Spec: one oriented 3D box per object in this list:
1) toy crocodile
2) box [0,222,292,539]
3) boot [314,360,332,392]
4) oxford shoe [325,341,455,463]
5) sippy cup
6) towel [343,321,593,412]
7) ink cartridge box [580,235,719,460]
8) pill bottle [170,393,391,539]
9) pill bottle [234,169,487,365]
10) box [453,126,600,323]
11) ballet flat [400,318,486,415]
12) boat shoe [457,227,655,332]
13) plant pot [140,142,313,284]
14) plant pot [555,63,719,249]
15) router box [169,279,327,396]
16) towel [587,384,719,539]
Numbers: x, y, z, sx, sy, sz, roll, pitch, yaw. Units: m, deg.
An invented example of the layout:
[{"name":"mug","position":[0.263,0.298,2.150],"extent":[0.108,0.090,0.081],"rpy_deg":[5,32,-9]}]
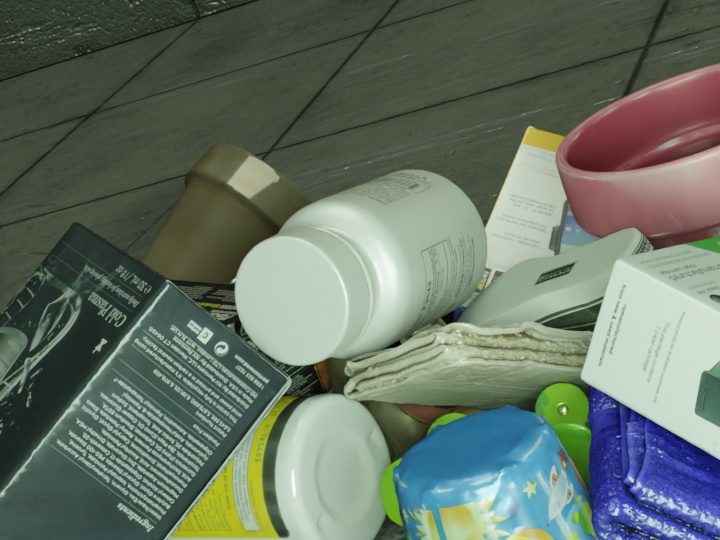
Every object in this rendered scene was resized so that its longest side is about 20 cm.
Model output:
[{"name":"toy crocodile","position":[0.108,0.121,1.278],"extent":[0.200,0.062,0.068],"rpy_deg":[-16,-17,1]},{"name":"box","position":[-0.182,0.094,1.270],"extent":[0.197,0.124,0.200],"rpy_deg":[-53,28,-6]},{"name":"boot","position":[0.011,0.052,1.569],"extent":[0.200,0.068,0.188],"rpy_deg":[-50,3,-18]},{"name":"oxford shoe","position":[-0.010,0.065,1.423],"extent":[0.070,0.075,0.200],"rpy_deg":[9,31,-42]},{"name":"sippy cup","position":[0.084,0.156,1.094],"extent":[0.140,0.130,0.178],"rpy_deg":[-20,19,6]},{"name":"towel","position":[0.099,0.067,1.286],"extent":[0.200,0.035,0.132],"rpy_deg":[8,-18,-35]},{"name":"ink cartridge box","position":[0.252,0.060,1.075],"extent":[0.200,0.083,0.147],"rpy_deg":[31,27,36]},{"name":"pill bottle","position":[-0.088,0.148,1.331],"extent":[0.200,0.114,0.114],"rpy_deg":[-7,24,37]},{"name":"pill bottle","position":[0.000,0.000,1.329],"extent":[0.114,0.114,0.200],"rpy_deg":[-11,7,30]},{"name":"box","position":[0.152,-0.010,1.450],"extent":[0.119,0.041,0.200],"rpy_deg":[17,63,14]},{"name":"ballet flat","position":[0.065,0.065,1.473],"extent":[0.069,0.063,0.200],"rpy_deg":[-28,19,-14]},{"name":"boat shoe","position":[0.143,0.028,1.320],"extent":[0.071,0.064,0.200],"rpy_deg":[-51,17,-30]},{"name":"plant pot","position":[-0.117,0.019,1.654],"extent":[0.174,0.200,0.200],"rpy_deg":[-47,25,-15]},{"name":"plant pot","position":[0.259,-0.034,1.349],"extent":[0.200,0.179,0.200],"rpy_deg":[-19,19,7]},{"name":"router box","position":[-0.110,0.088,1.465],"extent":[0.062,0.150,0.200],"rpy_deg":[-33,22,-32]},{"name":"towel","position":[0.206,0.112,1.102],"extent":[0.148,0.050,0.200],"rpy_deg":[17,24,0]}]
